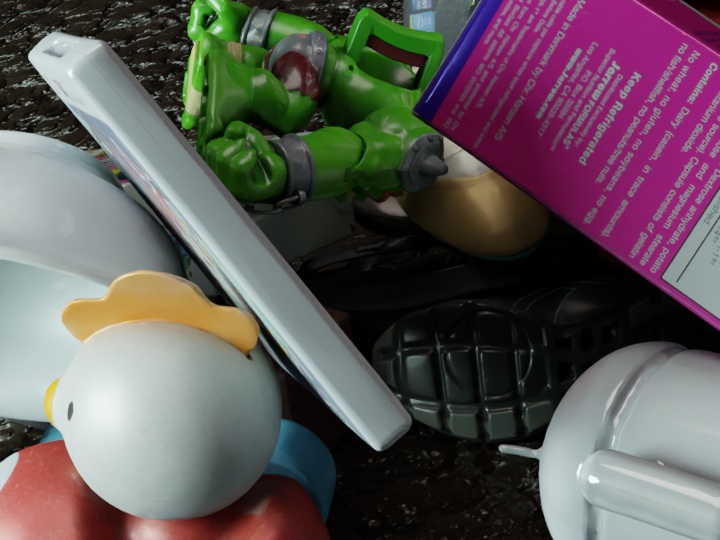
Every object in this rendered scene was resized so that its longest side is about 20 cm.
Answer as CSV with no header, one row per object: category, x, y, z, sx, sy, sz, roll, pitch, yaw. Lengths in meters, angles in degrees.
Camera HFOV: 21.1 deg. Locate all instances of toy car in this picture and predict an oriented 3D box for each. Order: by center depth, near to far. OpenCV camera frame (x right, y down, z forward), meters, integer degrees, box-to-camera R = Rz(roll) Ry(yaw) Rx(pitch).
toy car,-0.099,0.080,0.845,0.176,0.201,0.185,4,32,9

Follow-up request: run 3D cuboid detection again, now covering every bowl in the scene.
bowl,-0.167,-0.005,0.925,0.200,0.201,0.091,-1,64,16

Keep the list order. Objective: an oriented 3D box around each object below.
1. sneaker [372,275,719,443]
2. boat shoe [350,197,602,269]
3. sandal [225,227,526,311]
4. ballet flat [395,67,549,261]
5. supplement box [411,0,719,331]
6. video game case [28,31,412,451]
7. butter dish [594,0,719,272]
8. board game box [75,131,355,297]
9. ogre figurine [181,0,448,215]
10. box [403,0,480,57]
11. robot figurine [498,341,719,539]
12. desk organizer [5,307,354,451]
sneaker,0.106,0.043,1.002,0.199,0.076,0.079,-5,8,12
boat shoe,0.091,-0.031,1.109,0.199,0.073,0.075,2,53,5
sandal,-0.001,0.000,1.053,0.199,0.043,0.076,-2,1,41
ballet flat,0.037,-0.073,1.038,0.068,0.063,0.200,-23,35,-13
supplement box,0.141,-0.056,0.863,0.200,0.104,0.101,37,18,15
video game case,-0.067,-0.018,0.838,0.023,0.200,0.182,-41,15,-6
butter dish,0.155,-0.071,1.001,0.199,0.199,0.149,11,79,10
board game box,-0.125,-0.031,1.070,0.199,0.065,0.147,-2,11,30
ogre figurine,-0.023,-0.083,0.957,0.119,0.099,0.200,6,8,-11
box,0.107,-0.147,1.190,0.160,0.049,0.201,-5,74,24
robot figurine,0.160,0.096,0.830,0.199,0.114,0.169,14,-1,36
desk organizer,-0.101,0.052,1.035,0.199,0.072,0.077,11,34,33
